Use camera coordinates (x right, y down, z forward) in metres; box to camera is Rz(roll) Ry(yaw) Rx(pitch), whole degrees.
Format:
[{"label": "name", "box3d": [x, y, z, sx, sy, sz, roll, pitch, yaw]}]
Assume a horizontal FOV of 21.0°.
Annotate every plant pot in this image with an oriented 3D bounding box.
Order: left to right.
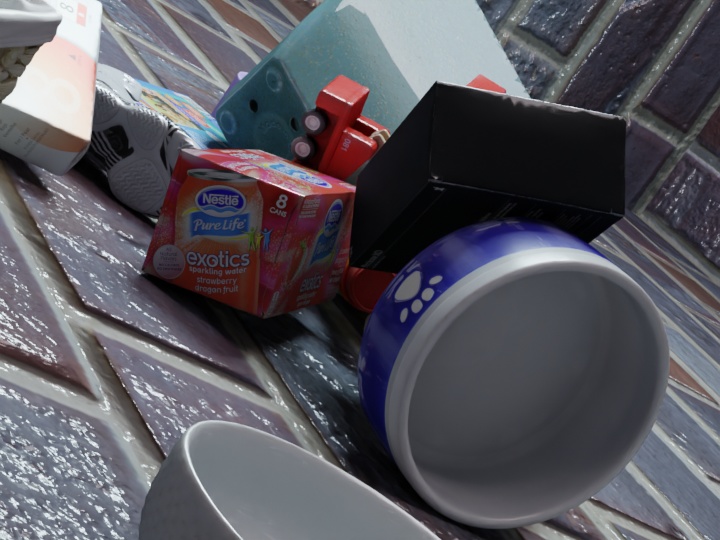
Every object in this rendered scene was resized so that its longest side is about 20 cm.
[{"label": "plant pot", "box3d": [-0.005, -0.137, 1.680, 0.200, 0.196, 0.196, -23, 81, -40]}]

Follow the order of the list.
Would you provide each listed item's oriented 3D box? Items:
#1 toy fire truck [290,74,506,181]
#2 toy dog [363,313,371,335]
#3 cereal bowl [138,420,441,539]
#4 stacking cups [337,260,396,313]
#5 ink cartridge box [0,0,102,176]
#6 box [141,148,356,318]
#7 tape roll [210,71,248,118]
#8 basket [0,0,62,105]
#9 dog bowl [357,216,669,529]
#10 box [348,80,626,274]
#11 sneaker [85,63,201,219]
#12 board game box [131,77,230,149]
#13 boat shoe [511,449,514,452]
[{"label": "toy fire truck", "box3d": [0.017, -0.080, 1.530, 0.141, 0.200, 0.049, 28, 29, 9]}, {"label": "toy dog", "box3d": [0.067, 0.066, 1.491, 0.132, 0.097, 0.200, 6, 14, 31]}, {"label": "cereal bowl", "box3d": [-0.018, 0.158, 0.860, 0.200, 0.083, 0.200, 33, 11, -8]}, {"label": "stacking cups", "box3d": [0.000, 0.000, 1.590, 0.060, 0.061, 0.200, 34, 2, -5]}, {"label": "ink cartridge box", "box3d": [-0.284, -0.175, 1.407, 0.200, 0.050, 0.162, 28, 39, -28]}, {"label": "box", "box3d": [-0.073, -0.031, 1.436, 0.099, 0.096, 0.200, 21, 8, 12]}, {"label": "tape roll", "box3d": [-0.058, -0.102, 1.876, 0.200, 0.085, 0.200, 34, 10, -7]}, {"label": "basket", "box3d": [-0.318, -0.171, 1.251, 0.200, 0.124, 0.136, 37, 16, 12]}, {"label": "dog bowl", "box3d": [0.101, 0.068, 1.302, 0.200, 0.200, 0.079, 28, 11, -32]}, {"label": "box", "box3d": [0.085, -0.053, 1.376, 0.141, 0.079, 0.200, 7, -18, -15]}, {"label": "sneaker", "box3d": [-0.183, -0.109, 1.543, 0.200, 0.075, 0.115, 32, 13, 4]}, {"label": "board game box", "box3d": [-0.162, -0.112, 1.705, 0.152, 0.045, 0.200, 40, 11, 23]}, {"label": "boat shoe", "box3d": [0.118, 0.128, 1.481, 0.073, 0.074, 0.200, 51, 15, 4]}]
